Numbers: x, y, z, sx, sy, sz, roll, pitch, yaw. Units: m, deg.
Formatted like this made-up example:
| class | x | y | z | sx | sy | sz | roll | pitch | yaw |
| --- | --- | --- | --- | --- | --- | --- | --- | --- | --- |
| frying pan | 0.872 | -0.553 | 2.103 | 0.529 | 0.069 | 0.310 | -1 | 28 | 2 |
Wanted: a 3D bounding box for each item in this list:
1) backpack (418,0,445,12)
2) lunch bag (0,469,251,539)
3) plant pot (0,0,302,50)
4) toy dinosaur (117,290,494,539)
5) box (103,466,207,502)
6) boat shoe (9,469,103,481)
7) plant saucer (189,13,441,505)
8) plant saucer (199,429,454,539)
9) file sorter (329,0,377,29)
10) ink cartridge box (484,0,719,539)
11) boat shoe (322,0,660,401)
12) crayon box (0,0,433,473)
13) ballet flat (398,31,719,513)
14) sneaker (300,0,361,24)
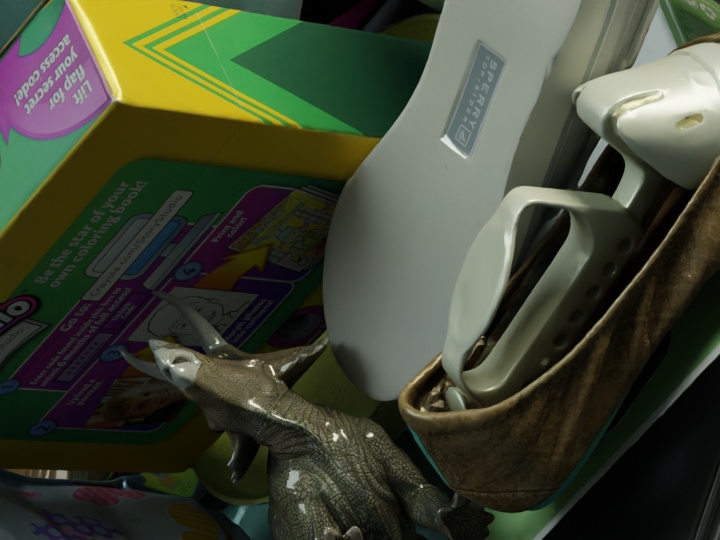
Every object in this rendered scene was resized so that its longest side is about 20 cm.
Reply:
| class | x | y | z | sx | sy | sz | roll | pitch | yaw |
| --- | --- | --- | --- | --- | --- | --- | --- | --- | --- |
| backpack | 0.063 | -0.185 | 1.139 | 0.176 | 0.153 | 0.200 | -48 | 18 | 27 |
| lunch bag | -0.111 | 0.163 | 1.054 | 0.127 | 0.170 | 0.200 | -42 | 54 | 36 |
| plant pot | -0.097 | -0.146 | 1.161 | 0.200 | 0.134 | 0.200 | -174 | 90 | -79 |
| toy dinosaur | -0.003 | 0.096 | 1.011 | 0.077 | 0.200 | 0.102 | -28 | 33 | -12 |
| box | -0.100 | 0.081 | 1.265 | 0.200 | 0.035 | 0.110 | -50 | 21 | 50 |
| boat shoe | -0.129 | 0.043 | 1.227 | 0.073 | 0.063 | 0.200 | -34 | 43 | 24 |
| plant saucer | 0.000 | 0.000 | 1.115 | 0.200 | 0.031 | 0.200 | -44 | 32 | 36 |
| plant saucer | -0.029 | 0.107 | 1.164 | 0.200 | 0.036 | 0.200 | -44 | 31 | 35 |
| file sorter | -0.099 | -0.132 | 1.422 | 0.200 | 0.125 | 0.139 | -49 | 28 | 26 |
| ink cartridge box | 0.088 | 0.004 | 1.034 | 0.146 | 0.048 | 0.200 | -49 | 32 | 26 |
| boat shoe | 0.048 | -0.045 | 0.976 | 0.072 | 0.069 | 0.200 | 38 | 122 | 35 |
| crayon box | -0.082 | -0.008 | 1.034 | 0.200 | 0.173 | 0.058 | -46 | 55 | 33 |
| ballet flat | 0.079 | -0.016 | 0.932 | 0.200 | 0.072 | 0.068 | -53 | 35 | 7 |
| sneaker | -0.042 | -0.132 | 1.308 | 0.200 | 0.079 | 0.075 | -40 | 9 | 0 |
